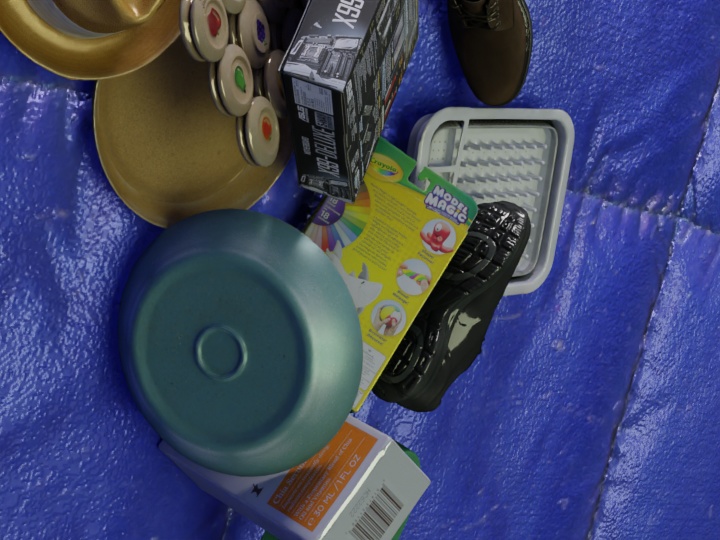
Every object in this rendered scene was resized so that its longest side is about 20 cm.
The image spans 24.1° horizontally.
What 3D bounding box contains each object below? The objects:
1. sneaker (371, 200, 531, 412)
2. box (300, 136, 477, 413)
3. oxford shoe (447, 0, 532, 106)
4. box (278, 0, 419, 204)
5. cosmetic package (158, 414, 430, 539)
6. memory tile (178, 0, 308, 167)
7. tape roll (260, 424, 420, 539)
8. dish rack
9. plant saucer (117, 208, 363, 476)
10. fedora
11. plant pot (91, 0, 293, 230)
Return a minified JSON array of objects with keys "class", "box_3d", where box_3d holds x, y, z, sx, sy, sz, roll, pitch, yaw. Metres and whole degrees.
[{"class":"sneaker","box_3d":[0.081,0.031,1.432,0.201,0.076,0.091,-54,146,-3]},{"class":"box","box_3d":[0.000,0.000,1.368,0.117,0.048,0.201,34,82,-3]},{"class":"oxford shoe","box_3d":[0.095,-0.217,1.379,0.085,0.072,0.202,-60,146,-51]},{"class":"box","box_3d":[-0.003,-0.162,1.250,0.200,0.049,0.159,83,26,-70]},{"class":"cosmetic package","box_3d":[-0.054,0.150,1.306,0.102,0.199,0.071,-53,134,-14]},{"class":"memory tile","box_3d":[-0.070,-0.186,1.208,0.154,0.017,0.201,65,31,-43]},{"class":"tape roll","box_3d":[-0.023,0.228,1.421,0.201,0.048,0.201,-47,154,-31]},{"class":"dish rack","box_3d":[0.101,-0.061,1.485,0.199,0.043,0.174,-5,108,-42]},{"class":"plant saucer","box_3d":[-0.096,0.057,1.236,0.036,0.198,0.202,-25,127,-69]},{"class":"fedora","box_3d":[-0.165,-0.226,1.119,0.199,0.082,0.203,-7,103,-34]},{"class":"plant pot","box_3d":[-0.121,-0.130,1.258,0.199,0.027,0.202,-18,118,-37]}]
